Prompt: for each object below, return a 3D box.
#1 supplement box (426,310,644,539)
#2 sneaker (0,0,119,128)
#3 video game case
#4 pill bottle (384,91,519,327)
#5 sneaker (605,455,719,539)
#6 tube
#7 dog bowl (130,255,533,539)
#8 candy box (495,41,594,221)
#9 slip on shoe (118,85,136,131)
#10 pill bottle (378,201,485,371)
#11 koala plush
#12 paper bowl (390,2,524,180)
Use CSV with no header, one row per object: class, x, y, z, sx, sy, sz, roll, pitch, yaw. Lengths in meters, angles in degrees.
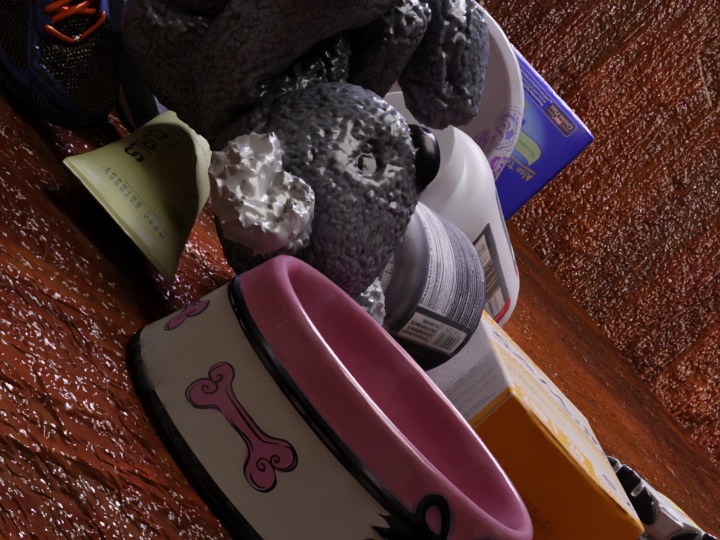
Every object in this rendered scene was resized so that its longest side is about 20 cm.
supplement box,0.098,0.109,1.262,0.126,0.073,0.200,46,7,-14
sneaker,-0.157,-0.168,0.988,0.078,0.075,0.201,1,-70,45
video game case,-0.140,-0.178,1.148,0.143,0.019,0.201,79,-2,-61
pill bottle,0.042,-0.033,1.345,0.111,0.111,0.200,52,-8,31
sneaker,0.239,0.220,1.478,0.200,0.078,0.090,51,6,24
tube,-0.105,-0.044,1.019,0.058,0.052,0.200,9,13,3
dog bowl,-0.005,0.077,0.859,0.200,0.074,0.200,47,7,-8
candy box,0.067,-0.104,1.677,0.169,0.200,0.077,48,-1,2
slip on shoe,-0.135,-0.142,1.277,0.076,0.061,0.200,42,10,-36
pill bottle,0.000,0.000,1.151,0.106,0.106,0.200,50,8,18
koala plush,-0.029,-0.065,0.980,0.177,0.183,0.201,58,25,-61
paper bowl,0.026,-0.127,1.580,0.201,0.201,0.104,48,-11,7
